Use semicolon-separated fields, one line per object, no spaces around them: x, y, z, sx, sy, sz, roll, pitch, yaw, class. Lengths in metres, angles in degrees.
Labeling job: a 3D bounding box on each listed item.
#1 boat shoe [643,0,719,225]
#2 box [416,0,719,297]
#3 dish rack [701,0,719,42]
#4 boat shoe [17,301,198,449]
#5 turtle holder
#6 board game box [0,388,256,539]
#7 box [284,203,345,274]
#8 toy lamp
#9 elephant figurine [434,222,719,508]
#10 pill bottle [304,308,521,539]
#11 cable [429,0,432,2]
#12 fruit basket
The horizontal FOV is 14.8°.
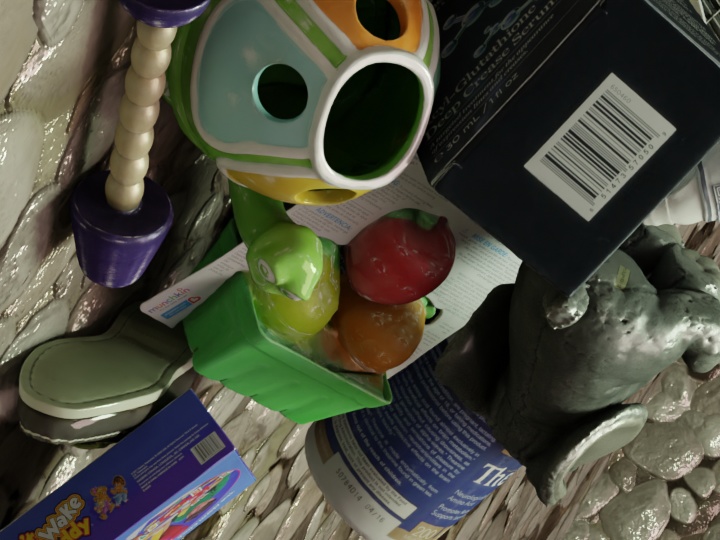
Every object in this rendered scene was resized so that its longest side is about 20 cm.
0.175;-0.105;1.610;0.072;0.065;0.201;70;12;-53;boat shoe
0.109;-0.105;1.510;0.149;0.107;0.200;-47;-159;13;box
0.159;-0.129;1.694;0.200;0.154;0.054;-41;-163;-28;dish rack
-0.143;0.072;1.586;0.061;0.071;0.201;-69;166;18;boat shoe
-0.034;-0.090;1.455;0.141;0.132;0.186;33;98;-41;turtle holder
-0.157;0.156;1.598;0.200;0.045;0.135;-37;169;-5;board game box
0.017;-0.016;1.766;0.200;0.104;0.148;-41;169;14;box
-0.116;-0.072;1.433;0.058;0.058;0.201;-46;159;-42;toy lamp
0.116;0.067;1.589;0.200;0.155;0.142;-57;-153;31;elephant figurine
0.068;0.080;1.750;0.200;0.111;0.111;-43;172;23;pill bottle
0.000;-0.162;1.622;0.200;0.069;0.201;-32;148;-62;cable
0.000;0.000;1.610;0.200;0.094;0.185;-38;140;20;fruit basket
